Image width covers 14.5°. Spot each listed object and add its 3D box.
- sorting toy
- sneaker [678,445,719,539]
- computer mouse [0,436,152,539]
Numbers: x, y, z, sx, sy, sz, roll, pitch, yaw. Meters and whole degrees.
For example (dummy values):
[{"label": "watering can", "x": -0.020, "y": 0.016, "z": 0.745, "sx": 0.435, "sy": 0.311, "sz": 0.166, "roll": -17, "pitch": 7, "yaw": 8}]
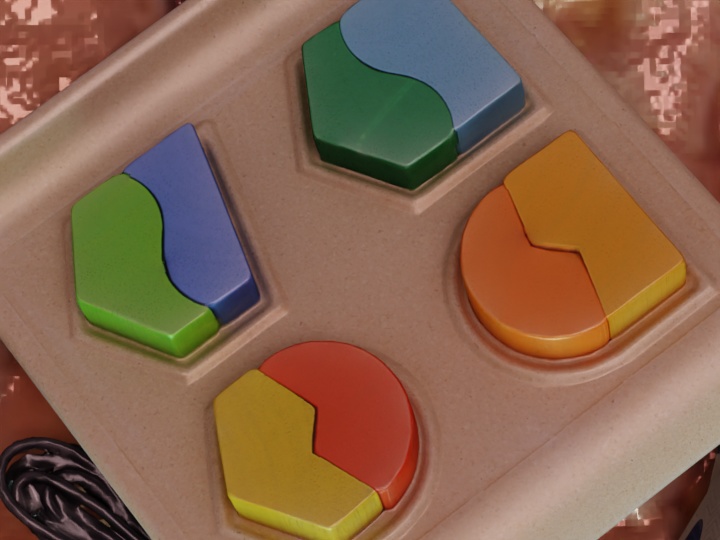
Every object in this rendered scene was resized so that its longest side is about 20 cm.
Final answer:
[{"label": "sorting toy", "x": 0.000, "y": 0.000, "z": 0.800, "sx": 0.185, "sy": 0.036, "sz": 0.200, "roll": -37, "pitch": 71, "yaw": -8}, {"label": "sneaker", "x": 0.159, "y": 0.075, "z": 0.833, "sx": 0.115, "sy": 0.081, "sz": 0.200, "roll": 18, "pitch": 84, "yaw": -6}, {"label": "computer mouse", "x": -0.090, "y": 0.158, "z": 0.790, "sx": 0.140, "sy": 0.046, "sz": 0.200, "roll": 36, "pitch": 57, "yaw": -4}]
